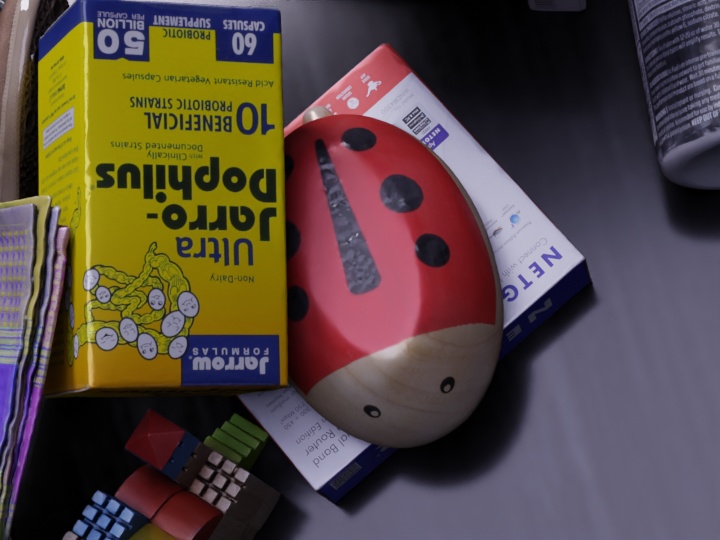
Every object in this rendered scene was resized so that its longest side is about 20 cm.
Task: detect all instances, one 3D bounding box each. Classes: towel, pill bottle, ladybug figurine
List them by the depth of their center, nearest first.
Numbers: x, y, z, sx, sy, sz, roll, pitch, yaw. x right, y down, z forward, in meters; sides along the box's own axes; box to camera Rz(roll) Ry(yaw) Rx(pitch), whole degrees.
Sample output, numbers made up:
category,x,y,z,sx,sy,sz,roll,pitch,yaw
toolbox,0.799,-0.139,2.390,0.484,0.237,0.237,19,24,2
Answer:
category,x,y,z,sx,sy,sz,roll,pitch,yaw
towel,-0.206,0.059,1.019,0.144,0.023,0.200,4,82,55
ladybug figurine,0.002,-0.003,1.051,0.136,0.072,0.200,-24,71,4
pill bottle,0.203,-0.155,1.086,0.106,0.106,0.200,-10,73,9

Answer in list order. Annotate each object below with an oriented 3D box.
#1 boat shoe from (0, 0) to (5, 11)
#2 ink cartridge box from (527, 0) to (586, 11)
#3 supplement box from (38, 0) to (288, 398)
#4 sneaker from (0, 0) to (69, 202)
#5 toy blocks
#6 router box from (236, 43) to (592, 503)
category,x,y,z,sx,sy,sz,roll,pitch,yaw
boat shoe,-0.177,-0.106,1.172,0.062,0.075,0.200,-39,79,-13
ink cartridge box,0.117,-0.263,1.139,0.039,0.099,0.200,3,74,14
supplement box,-0.107,-0.034,1.027,0.109,0.110,0.200,0,84,-21
sneaker,-0.215,-0.070,1.110,0.075,0.070,0.200,12,103,15
toy blocks,-0.119,0.161,1.048,0.100,0.137,0.200,30,83,18
router box,0.000,0.000,1.115,0.200,0.049,0.180,-41,71,-2
